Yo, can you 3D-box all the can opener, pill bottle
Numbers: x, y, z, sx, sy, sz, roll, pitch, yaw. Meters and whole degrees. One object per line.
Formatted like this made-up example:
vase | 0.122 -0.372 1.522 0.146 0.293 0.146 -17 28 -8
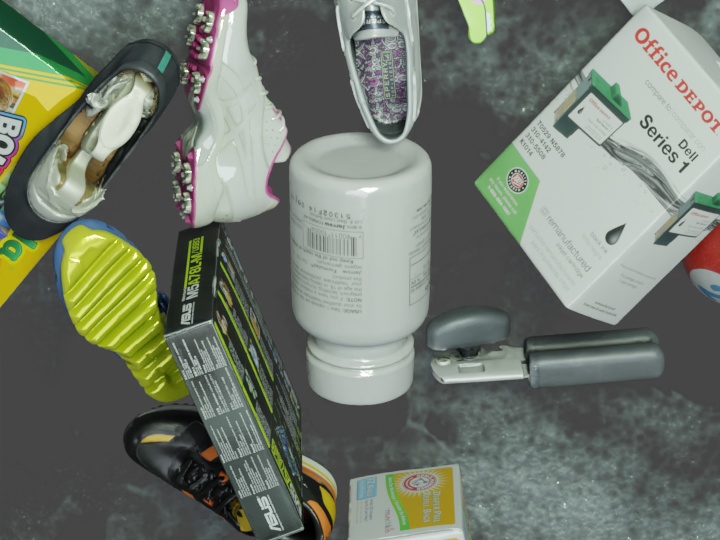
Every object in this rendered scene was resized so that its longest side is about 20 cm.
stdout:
can opener | 0.155 0.062 1.553 0.198 0.053 0.067 -5 117 0
pill bottle | 0.000 0.000 1.486 0.113 0.115 0.201 0 116 -1

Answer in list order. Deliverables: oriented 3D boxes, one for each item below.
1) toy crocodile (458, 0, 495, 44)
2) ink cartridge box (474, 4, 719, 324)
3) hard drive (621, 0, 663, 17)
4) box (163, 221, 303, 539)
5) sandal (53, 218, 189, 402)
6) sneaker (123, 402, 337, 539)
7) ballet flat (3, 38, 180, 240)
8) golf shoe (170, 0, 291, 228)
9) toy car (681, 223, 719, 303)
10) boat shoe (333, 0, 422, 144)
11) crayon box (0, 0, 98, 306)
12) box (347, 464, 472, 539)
toy crocodile | 0.079 -0.271 1.383 0.061 0.068 0.202 -3 114 7
ink cartridge box | 0.209 -0.082 1.425 0.200 0.146 0.084 -47 147 19
hard drive | 0.251 -0.301 1.392 0.200 0.025 0.132 -36 111 16
box | -0.098 0.085 1.483 0.047 0.194 0.201 -18 116 8
sandal | -0.194 0.025 1.487 0.079 0.087 0.200 -34 138 -7
sneaker | -0.111 0.181 1.586 0.199 0.090 0.070 23 114 -12
ballet flat | -0.209 -0.091 1.404 0.073 0.073 0.200 36 109 -17
golf shoe | -0.097 -0.130 1.455 0.091 0.075 0.201 -1 119 -18
toy car | 0.337 -0.019 1.434 0.184 0.200 0.177 41 109 -18
boat shoe | 0.010 -0.193 1.417 0.071 0.069 0.201 -3 116 1
crayon box | -0.297 -0.097 1.466 0.172 0.058 0.200 37 110 -17
box | 0.054 0.287 1.627 0.100 0.113 0.201 -9 115 5
